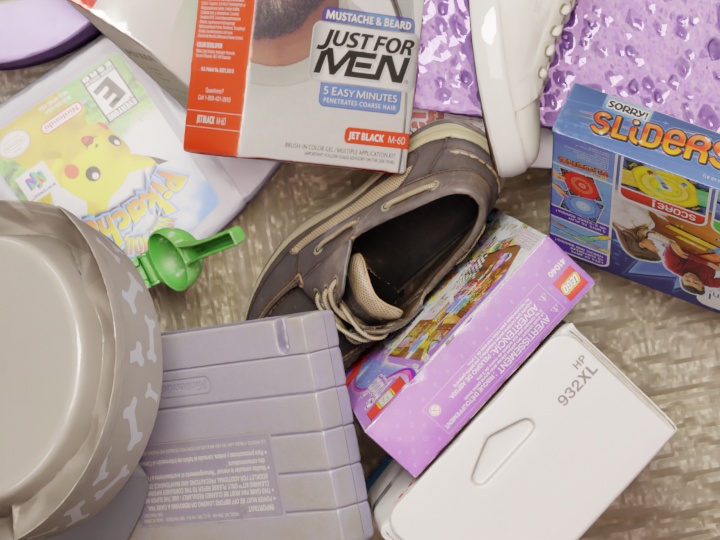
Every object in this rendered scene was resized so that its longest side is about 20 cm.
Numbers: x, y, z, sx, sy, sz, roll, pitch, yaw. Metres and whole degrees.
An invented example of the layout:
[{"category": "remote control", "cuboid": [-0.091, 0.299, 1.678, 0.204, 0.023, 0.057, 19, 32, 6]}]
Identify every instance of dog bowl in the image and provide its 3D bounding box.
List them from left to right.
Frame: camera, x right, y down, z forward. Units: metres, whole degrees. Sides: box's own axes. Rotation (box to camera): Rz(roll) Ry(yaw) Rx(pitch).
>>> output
[{"category": "dog bowl", "cuboid": [-0.190, 0.055, 1.508, 0.200, 0.059, 0.200, -7, 77, 34]}]

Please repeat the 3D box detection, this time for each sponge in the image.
[{"category": "sponge", "cuboid": [0.127, -0.129, 1.543, 0.200, 0.030, 0.112, 9, 91, 0]}]

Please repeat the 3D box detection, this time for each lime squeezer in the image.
[{"category": "lime squeezer", "cuboid": [-0.129, 0.011, 1.553, 0.200, 0.071, 0.038, -23, 112, 29]}]

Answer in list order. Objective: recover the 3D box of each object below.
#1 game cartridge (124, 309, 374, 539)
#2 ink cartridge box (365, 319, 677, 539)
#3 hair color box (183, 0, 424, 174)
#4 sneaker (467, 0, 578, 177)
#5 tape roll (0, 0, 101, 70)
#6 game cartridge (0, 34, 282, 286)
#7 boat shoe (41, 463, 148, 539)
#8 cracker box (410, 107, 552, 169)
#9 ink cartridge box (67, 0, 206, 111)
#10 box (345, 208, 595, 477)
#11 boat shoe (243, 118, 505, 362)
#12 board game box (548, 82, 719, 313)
[{"category": "game cartridge", "cuboid": [-0.080, 0.094, 1.543, 0.200, 0.038, 0.130, -8, 97, 44]}, {"category": "ink cartridge box", "cuboid": [0.081, 0.100, 1.520, 0.084, 0.200, 0.145, 43, 91, -3]}, {"category": "hair color box", "cuboid": [-0.024, -0.156, 1.507, 0.111, 0.064, 0.200, 4, 93, -34]}, {"category": "sneaker", "cuboid": [0.098, -0.150, 1.490, 0.085, 0.073, 0.200, -2, 90, 2]}, {"category": "tape roll", "cuboid": [-0.208, -0.211, 1.567, 0.200, 0.085, 0.200, 0, 92, 0]}, {"category": "game cartridge", "cuboid": [-0.145, -0.054, 1.597, 0.200, 0.040, 0.133, -35, 95, 1]}, {"category": "boat shoe", "cuboid": [-0.204, 0.160, 1.582, 0.202, 0.075, 0.086, -51, 58, 17]}, {"category": "cracker box", "cuboid": [0.111, -0.123, 1.586, 0.200, 0.058, 0.134, 2, 92, 0]}, {"category": "ink cartridge box", "cuboid": [-0.088, -0.190, 1.517, 0.200, 0.050, 0.161, 43, 72, -40]}, {"category": "box", "cuboid": [0.053, 0.035, 1.519, 0.039, 0.200, 0.137, 43, 91, -7]}, {"category": "boat shoe", "cuboid": [0.000, 0.000, 1.553, 0.074, 0.073, 0.200, 35, 115, -13]}, {"category": "board game box", "cuboid": [0.199, -0.021, 1.510, 0.200, 0.135, 0.034, 21, 65, 12]}]
